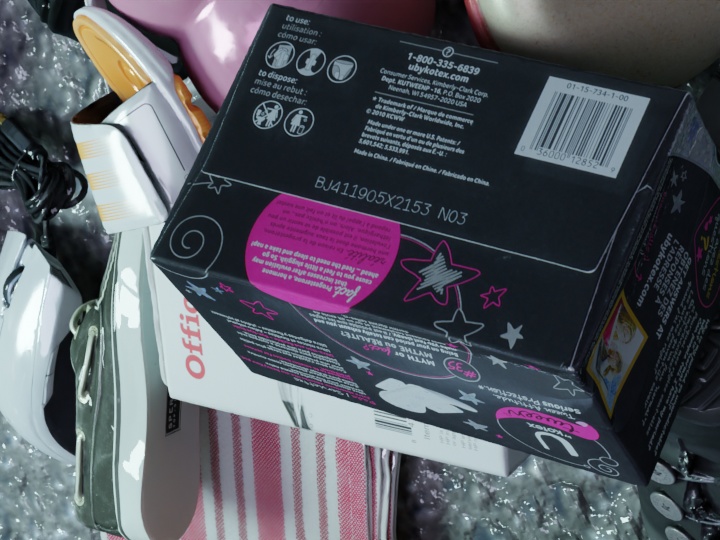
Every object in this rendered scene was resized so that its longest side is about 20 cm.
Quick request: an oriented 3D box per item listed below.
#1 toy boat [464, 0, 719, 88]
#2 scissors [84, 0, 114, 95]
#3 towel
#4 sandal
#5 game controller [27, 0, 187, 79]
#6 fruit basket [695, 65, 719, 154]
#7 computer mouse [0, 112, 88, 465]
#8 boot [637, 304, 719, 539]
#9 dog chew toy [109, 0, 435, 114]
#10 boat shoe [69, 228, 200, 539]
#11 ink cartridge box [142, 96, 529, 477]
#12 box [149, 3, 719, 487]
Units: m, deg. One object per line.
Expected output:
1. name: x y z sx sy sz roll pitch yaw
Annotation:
1. toy boat: 0.089 -0.167 1.212 0.131 0.130 0.201 167 91 -80
2. scissors: -0.127 -0.149 1.357 0.014 0.073 0.201 -12 113 17
3. towel: -0.063 0.120 1.525 0.199 0.030 0.147 17 123 30
4. sandal: -0.083 -0.025 1.307 0.207 0.059 0.079 58 166 -5
5. game controller: -0.098 -0.180 1.387 0.104 0.042 0.200 29 129 1
6. fruit basket: 0.204 0.005 1.250 0.185 0.094 0.200 41 146 11
7. computer mouse: -0.176 0.020 1.519 0.110 0.044 0.201 36 136 49
8. boot: 0.127 0.061 1.291 0.165 0.066 0.200 37 168 32
9. dog chew toy: -0.064 -0.149 1.298 0.200 0.125 0.125 38 132 -8
10. boat shoe: -0.119 0.040 1.466 0.063 0.071 0.201 9 99 30
11. ink cartridge box: 0.000 0.000 1.376 0.199 0.084 0.145 12 119 30
12. box: 0.040 -0.013 1.176 0.199 0.133 0.115 15 159 28
